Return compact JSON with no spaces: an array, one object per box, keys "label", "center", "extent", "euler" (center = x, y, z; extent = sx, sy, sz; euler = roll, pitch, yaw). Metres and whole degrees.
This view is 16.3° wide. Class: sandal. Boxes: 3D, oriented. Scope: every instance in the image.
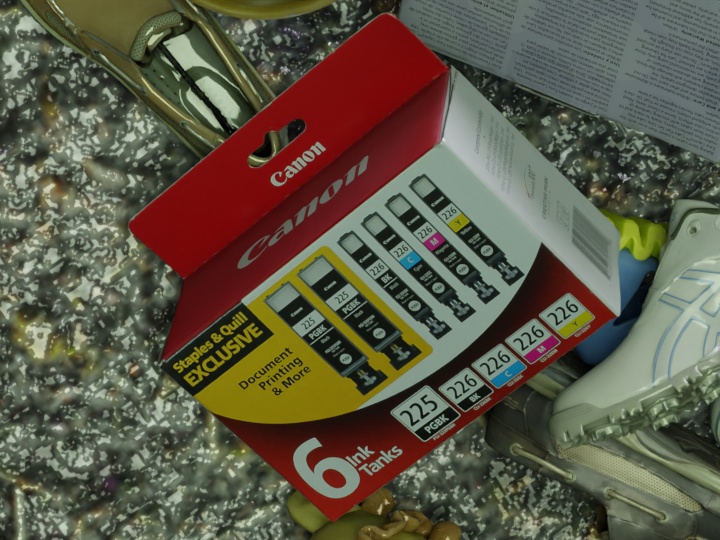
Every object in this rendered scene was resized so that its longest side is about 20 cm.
[{"label":"sandal","center":[0.132,0.011,1.347],"extent":[0.199,0.079,0.088],"euler":[13,97,-8]}]

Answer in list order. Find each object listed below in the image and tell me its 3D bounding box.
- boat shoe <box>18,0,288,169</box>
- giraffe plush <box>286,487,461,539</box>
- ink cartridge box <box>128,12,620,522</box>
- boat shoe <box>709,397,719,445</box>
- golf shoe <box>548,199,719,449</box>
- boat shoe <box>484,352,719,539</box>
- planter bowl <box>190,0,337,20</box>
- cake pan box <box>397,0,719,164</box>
[{"label":"boat shoe","center":[-0.110,-0.127,1.295],"extent":[0.200,0.076,0.072],"euler":[41,89,-10]},{"label":"giraffe plush","center":[-0.017,0.196,1.314],"extent":[0.172,0.200,0.162],"euler":[37,56,0]},{"label":"ink cartridge box","center":[0.000,0.000,1.267],"extent":[0.200,0.084,0.175],"euler":[-38,111,25]},{"label":"boat shoe","center":[0.266,0.056,1.327],"extent":[0.070,0.072,0.200],"euler":[33,127,-30]},{"label":"golf shoe","center":[0.172,0.016,1.299],"extent":[0.199,0.078,0.098],"euler":[-31,78,-1]},{"label":"boat shoe","center":[0.154,0.117,1.368],"extent":[0.199,0.075,0.074],"euler":[35,100,-1]},{"label":"planter bowl","center":[-0.031,-0.228,1.277],"extent":[0.199,0.083,0.202],"euler":[3,96,27]},{"label":"cake pan box","center":[0.120,-0.167,1.262],"extent":[0.199,0.052,0.185],"euler":[22,130,12]}]
